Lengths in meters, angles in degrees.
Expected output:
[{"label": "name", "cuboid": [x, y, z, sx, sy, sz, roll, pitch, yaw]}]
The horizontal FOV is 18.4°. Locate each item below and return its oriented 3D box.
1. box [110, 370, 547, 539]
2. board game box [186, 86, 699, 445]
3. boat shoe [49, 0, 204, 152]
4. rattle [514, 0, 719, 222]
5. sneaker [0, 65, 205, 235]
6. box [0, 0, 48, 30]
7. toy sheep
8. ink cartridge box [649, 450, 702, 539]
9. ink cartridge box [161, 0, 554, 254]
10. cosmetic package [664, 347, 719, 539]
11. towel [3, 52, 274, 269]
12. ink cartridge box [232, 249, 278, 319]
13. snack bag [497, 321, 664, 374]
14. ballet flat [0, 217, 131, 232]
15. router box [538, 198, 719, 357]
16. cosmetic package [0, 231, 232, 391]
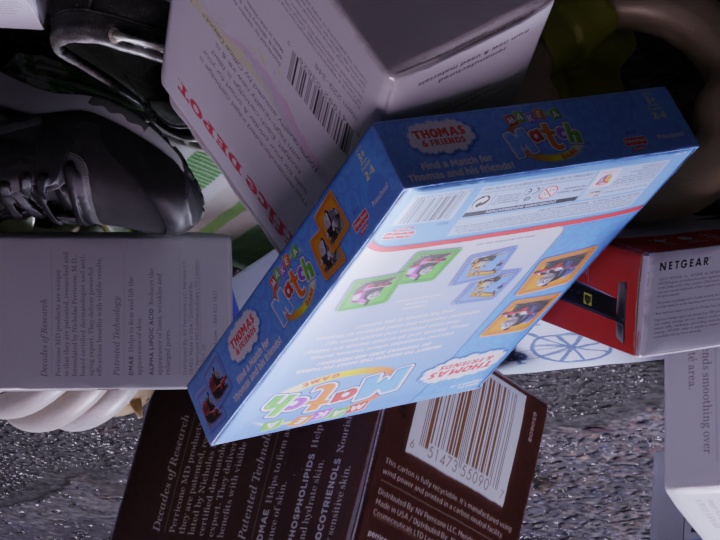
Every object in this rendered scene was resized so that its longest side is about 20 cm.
[{"label": "box", "cuboid": [-0.018, 0.129, 1.412, 0.200, 0.165, 0.166, -1, 157, 40]}, {"label": "board game box", "cuboid": [0.030, 0.001, 0.943, 0.151, 0.037, 0.200, -10, 152, -34]}, {"label": "boat shoe", "cuboid": [-0.079, -0.092, 1.092, 0.071, 0.064, 0.200, -16, 150, 37]}, {"label": "rattle", "cuboid": [0.153, -0.047, 1.046, 0.199, 0.130, 0.143, 19, 139, 4]}, {"label": "sneaker", "cuboid": [-0.172, -0.044, 1.088, 0.200, 0.088, 0.076, 21, 146, 26]}, {"label": "box", "cuboid": [-0.220, -0.173, 0.960, 0.155, 0.041, 0.200, 3, 157, 0]}, {"label": "toy sheep", "cuboid": [-0.194, 0.028, 1.306, 0.138, 0.138, 0.200, -17, 143, 38]}, {"label": "ink cartridge box", "cuboid": [0.285, 0.120, 1.400, 0.199, 0.177, 0.045, -6, 142, 20]}, {"label": "ink cartridge box", "cuboid": [-0.009, -0.097, 0.942, 0.085, 0.148, 0.200, -29, 161, -20]}, {"label": "cosmetic package", "cuboid": [0.289, 0.070, 1.280, 0.199, 0.168, 0.166, -6, 154, 21]}, {"label": "towel", "cuboid": [-0.117, -0.055, 1.207, 0.200, 0.023, 0.152, 18, 156, -22]}, {"label": "ink cartridge box", "cuboid": [0.000, 0.000, 1.241, 0.119, 0.042, 0.200, -2, 159, -47]}, {"label": "snack bag", "cuboid": [0.084, 0.021, 1.379, 0.188, 0.021, 0.200, -6, 155, 18]}, {"label": "ballet flat", "cuboid": [-0.176, -0.023, 1.208, 0.200, 0.067, 0.067, 22, 127, -26]}, {"label": "router box", "cuboid": [0.151, -0.014, 1.077, 0.200, 0.049, 0.179, -7, -163, -34]}, {"label": "cosmetic package", "cuboid": [-0.172, 0.021, 1.128, 0.199, 0.081, 0.113, -2, 179, -15]}]
